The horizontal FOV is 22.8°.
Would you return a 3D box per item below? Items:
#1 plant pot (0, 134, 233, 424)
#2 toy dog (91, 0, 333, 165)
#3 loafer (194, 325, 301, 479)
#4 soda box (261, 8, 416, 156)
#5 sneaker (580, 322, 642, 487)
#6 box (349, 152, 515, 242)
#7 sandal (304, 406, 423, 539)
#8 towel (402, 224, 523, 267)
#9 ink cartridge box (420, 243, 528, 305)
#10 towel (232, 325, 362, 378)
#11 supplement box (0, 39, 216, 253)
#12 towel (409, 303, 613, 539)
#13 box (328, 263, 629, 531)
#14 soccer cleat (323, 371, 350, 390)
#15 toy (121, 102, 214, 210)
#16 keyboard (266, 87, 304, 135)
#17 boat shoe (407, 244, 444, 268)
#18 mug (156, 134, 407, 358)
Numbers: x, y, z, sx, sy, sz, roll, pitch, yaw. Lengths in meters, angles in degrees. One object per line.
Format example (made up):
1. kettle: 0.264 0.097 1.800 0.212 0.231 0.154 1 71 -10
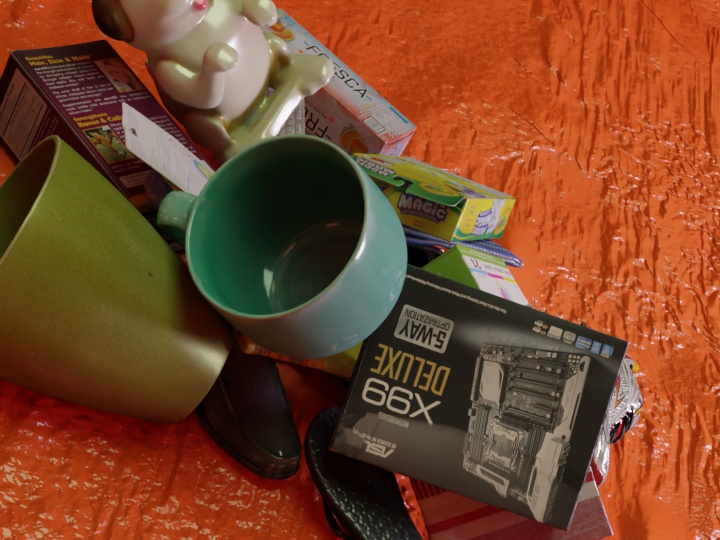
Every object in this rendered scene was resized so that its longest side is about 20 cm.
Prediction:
1. plant pot: -0.204 0.028 1.382 0.200 0.187 0.188 34 33 -20
2. toy dog: -0.146 -0.213 1.599 0.194 0.140 0.200 29 -16 46
3. loafer: -0.101 0.080 1.462 0.073 0.072 0.200 -6 51 -42
4. soda box: -0.042 -0.175 1.811 0.200 0.069 0.064 43 37 14
5. sneaker: 0.223 0.127 1.638 0.082 0.078 0.200 27 36 -8
6. box: 0.060 -0.066 1.623 0.117 0.049 0.200 22 7 18
7. sandal: 0.006 0.203 1.429 0.075 0.045 0.201 -16 71 -39
8. towel: 0.045 -0.045 1.685 0.144 0.024 0.200 13 11 -31
9. ink cartridge box: 0.123 0.087 1.537 0.201 0.076 0.148 60 15 14
10. towel: -0.022 0.058 1.461 0.199 0.018 0.086 18 36 -32
11. supplement box: -0.226 -0.104 1.578 0.110 0.086 0.200 -16 57 -46
12. towel: 0.106 0.143 1.445 0.143 0.023 0.201 -18 87 -4
13. box: 0.091 0.099 1.410 0.199 0.158 0.050 20 -6 -2
14. soccer cleat: 0.016 0.090 1.547 0.200 0.068 0.081 40 24 13
15. toy: -0.128 -0.048 1.480 0.200 0.047 0.115 35 13 -21
16. keyboard: -0.079 -0.104 1.633 0.056 0.011 0.201 5 49 -8
17. boat shoe: 0.000 -0.003 1.624 0.201 0.074 0.063 2 16 -38
18. mug: -0.049 -0.021 1.367 0.185 0.152 0.114 52 3 35
